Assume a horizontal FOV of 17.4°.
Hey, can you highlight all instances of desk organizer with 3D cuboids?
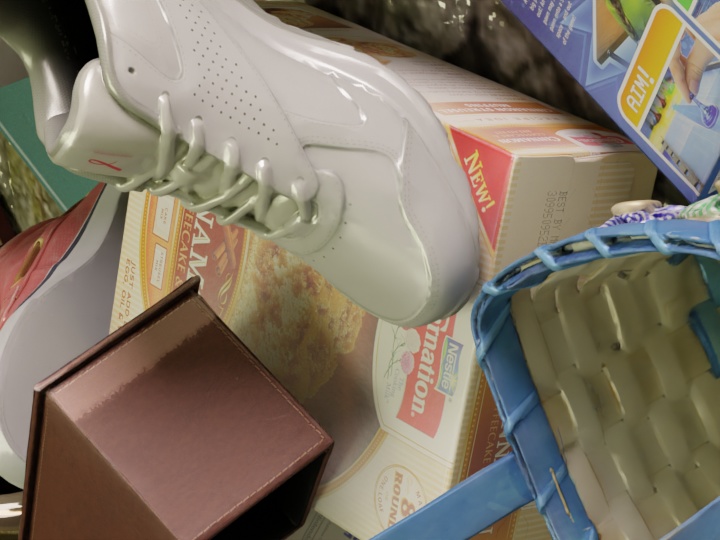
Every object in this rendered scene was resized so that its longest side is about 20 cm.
[{"bbox_3d":[-0.073,0.096,0.856,0.077,0.072,0.200,46,152,16],"label":"desk organizer"}]

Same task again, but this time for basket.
[{"bbox_3d":[0.087,0.055,0.675,0.176,0.200,0.139,-15,105,56],"label":"basket"}]

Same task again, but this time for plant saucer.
[{"bbox_3d":[-0.147,-0.069,1.119,0.200,0.019,0.070,51,146,23],"label":"plant saucer"}]

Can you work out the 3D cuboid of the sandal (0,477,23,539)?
[{"bbox_3d":[-0.127,0.099,1.011,0.080,0.200,0.054,57,-153,-50],"label":"sandal"}]

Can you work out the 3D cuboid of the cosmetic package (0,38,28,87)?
[{"bbox_3d":[-0.145,-0.202,0.916,0.200,0.123,0.199,61,149,9],"label":"cosmetic package"}]

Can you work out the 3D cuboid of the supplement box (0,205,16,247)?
[{"bbox_3d":[-0.289,-0.005,1.264,0.197,0.133,0.200,63,149,3],"label":"supplement box"}]

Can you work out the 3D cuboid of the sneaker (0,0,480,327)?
[{"bbox_3d":[-0.052,-0.044,0.740,0.200,0.099,0.078,42,135,3],"label":"sneaker"}]

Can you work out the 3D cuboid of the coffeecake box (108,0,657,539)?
[{"bbox_3d":[0.000,0.000,0.852,0.200,0.073,0.154,27,114,45],"label":"coffeecake box"}]

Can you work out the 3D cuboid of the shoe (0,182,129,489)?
[{"bbox_3d":[-0.124,0.030,0.979,0.071,0.200,0.091,43,129,-18],"label":"shoe"}]

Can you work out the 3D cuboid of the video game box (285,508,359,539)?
[{"bbox_3d":[0.010,0.176,0.959,0.182,0.047,0.200,33,149,-8],"label":"video game box"}]

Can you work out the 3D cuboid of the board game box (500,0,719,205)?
[{"bbox_3d":[0.097,-0.133,0.686,0.135,0.034,0.200,50,146,23],"label":"board game box"}]
